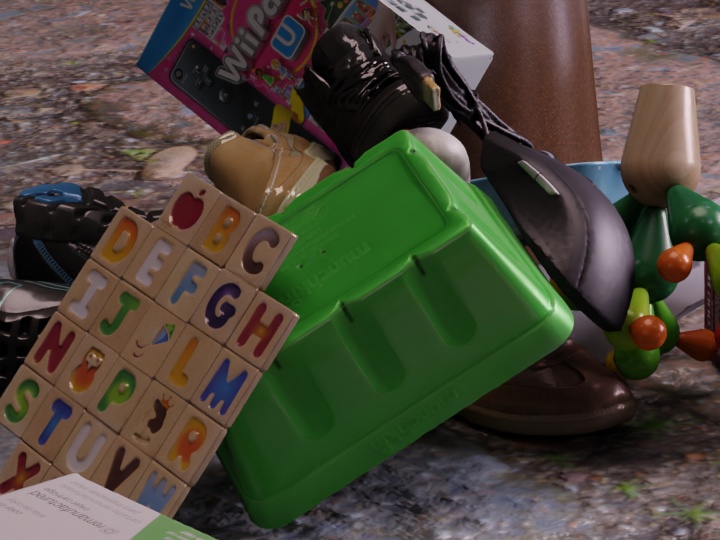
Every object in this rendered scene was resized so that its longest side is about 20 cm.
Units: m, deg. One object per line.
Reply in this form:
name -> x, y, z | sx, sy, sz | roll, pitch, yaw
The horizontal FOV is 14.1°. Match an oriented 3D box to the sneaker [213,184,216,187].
sneaker -> -0.066, -0.062, 1.978 | 0.082, 0.075, 0.200 | 36, 2, -24

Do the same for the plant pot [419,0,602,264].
plant pot -> 0.080, -0.115, 1.975 | 0.199, 0.199, 0.200 | -1, 16, 0

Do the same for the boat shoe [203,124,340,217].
boat shoe -> -0.060, -0.050, 1.730 | 0.076, 0.072, 0.200 | 32, 6, -4

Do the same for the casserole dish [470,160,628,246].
casserole dish -> 0.078, -0.033, 1.759 | 0.199, 0.039, 0.121 | -8, -5, 20

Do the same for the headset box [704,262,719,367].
headset box -> 0.287, 0.030, 1.676 | 0.148, 0.078, 0.200 | -3, 16, -7

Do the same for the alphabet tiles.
alphabet tiles -> -0.114, 0.050, 1.492 | 0.006, 0.201, 0.166 | 34, -2, -42

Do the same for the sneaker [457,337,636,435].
sneaker -> 0.074, 0.041, 1.666 | 0.070, 0.076, 0.199 | -17, 22, -42

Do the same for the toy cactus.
toy cactus -> 0.174, -0.020, 1.626 | 0.102, 0.166, 0.200 | 6, -4, -14

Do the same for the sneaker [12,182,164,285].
sneaker -> -0.121, 0.003, 1.793 | 0.199, 0.082, 0.073 | 13, 18, 18

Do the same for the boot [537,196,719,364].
boot -> 0.158, 0.016, 1.784 | 0.199, 0.074, 0.096 | -20, -6, -20

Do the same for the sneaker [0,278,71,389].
sneaker -> -0.215, 0.041, 1.734 | 0.199, 0.076, 0.079 | 7, 5, -3

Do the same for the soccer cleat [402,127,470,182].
soccer cleat -> 0.000, 0.000, 1.669 | 0.069, 0.200, 0.078 | 30, 37, -13

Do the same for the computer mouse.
computer mouse -> 0.088, -0.060, 1.581 | 0.046, 0.140, 0.200 | -40, 38, 10

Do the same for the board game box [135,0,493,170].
board game box -> -0.032, -0.138, 1.900 | 0.200, 0.148, 0.064 | 39, 24, 21

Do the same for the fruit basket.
fruit basket -> 0.007, 0.046, 1.562 | 0.215, 0.216, 0.156 | -9, 40, -22

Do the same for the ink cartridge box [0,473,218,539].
ink cartridge box -> -0.161, 0.168, 1.252 | 0.199, 0.088, 0.145 | -17, 23, -36

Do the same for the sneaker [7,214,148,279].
sneaker -> -0.127, -0.003, 1.873 | 0.199, 0.078, 0.099 | 1, 0, 13

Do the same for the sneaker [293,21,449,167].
sneaker -> 0.001, -0.105, 1.747 | 0.060, 0.105, 0.200 | -29, -12, -8

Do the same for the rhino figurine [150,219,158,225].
rhino figurine -> -0.125, 0.044, 1.648 | 0.087, 0.060, 0.200 | 37, 46, -3
